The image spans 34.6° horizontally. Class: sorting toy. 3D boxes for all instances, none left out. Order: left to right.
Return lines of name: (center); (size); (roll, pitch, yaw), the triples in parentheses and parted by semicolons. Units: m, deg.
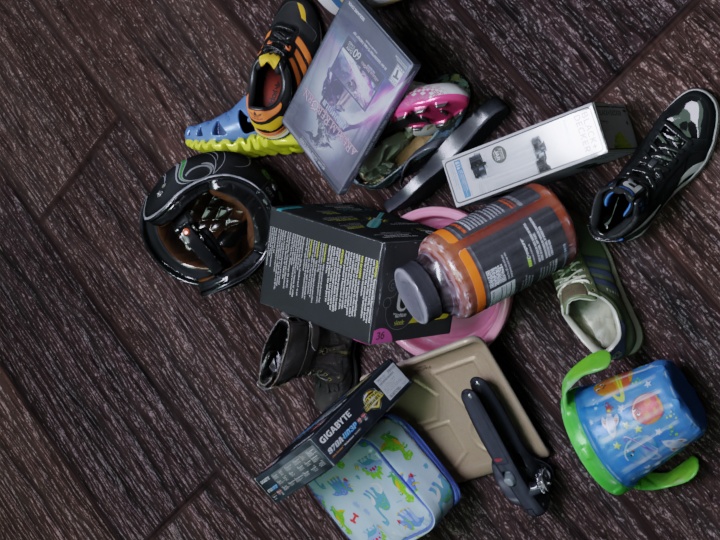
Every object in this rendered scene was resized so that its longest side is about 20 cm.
sorting toy: (0.122, 0.183, 1.486); (0.185, 0.036, 0.200); (-23, 109, 31)

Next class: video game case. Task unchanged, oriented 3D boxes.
video game case: (-0.016, -0.213, 1.401); (0.143, 0.019, 0.200); (53, 128, 28)

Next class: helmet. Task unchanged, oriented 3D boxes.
helmet: (-0.200, -0.067, 1.572); (0.199, 0.191, 0.201); (-2, 101, -11)

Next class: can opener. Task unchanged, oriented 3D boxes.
can opener: (0.177, 0.221, 1.425); (0.078, 0.063, 0.200); (-17, 115, 29)

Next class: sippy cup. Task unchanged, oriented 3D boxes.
sippy cup: (0.323, 0.172, 1.341); (0.130, 0.178, 0.140); (-32, 57, 24)

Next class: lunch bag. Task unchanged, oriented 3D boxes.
lunch bag: (0.029, 0.286, 1.523); (0.161, 0.082, 0.200); (50, 141, 3)

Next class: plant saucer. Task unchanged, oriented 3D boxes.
plant saucer: (0.108, 0.016, 1.487); (0.200, 0.051, 0.201); (6, 101, 30)

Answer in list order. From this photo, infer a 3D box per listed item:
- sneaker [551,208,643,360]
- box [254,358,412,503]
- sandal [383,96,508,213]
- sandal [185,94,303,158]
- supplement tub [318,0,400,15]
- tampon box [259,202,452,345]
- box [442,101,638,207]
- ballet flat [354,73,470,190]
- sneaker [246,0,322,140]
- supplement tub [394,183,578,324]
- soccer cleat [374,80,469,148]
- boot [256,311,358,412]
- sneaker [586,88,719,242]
sneaker: (0.264, 0.017, 1.372); (0.067, 0.090, 0.201); (-32, 81, 31)
box: (-0.035, 0.203, 1.448); (0.046, 0.159, 0.200); (47, 146, 1)
sandal: (0.103, -0.147, 1.455); (0.200, 0.076, 0.043); (-44, 76, 17)
sandal: (-0.154, -0.201, 1.597); (0.199, 0.079, 0.087); (-3, 84, 26)
supplement tub: (0.040, -0.401, 1.403); (0.200, 0.145, 0.145); (-13, 92, 31)
tampon box: (0.000, 0.000, 1.419); (0.200, 0.150, 0.127); (20, 107, 42)
box: (0.212, -0.135, 1.363); (0.200, 0.117, 0.060); (-19, 85, 30)
ballet flat: (0.060, -0.172, 1.475); (0.074, 0.074, 0.200); (50, 118, 14)
sneaker: (-0.101, -0.275, 1.505); (0.070, 0.090, 0.201); (11, 78, 13)
supplement tub: (0.140, -0.014, 1.314); (0.107, 0.200, 0.107); (56, 163, 27)
soccer cleat: (0.043, -0.208, 1.405); (0.200, 0.070, 0.087); (-14, 72, 39)
boot: (-0.074, 0.124, 1.530); (0.069, 0.174, 0.200); (28, 119, 31)
sneaker: (0.330, -0.110, 1.301); (0.073, 0.112, 0.200); (37, 114, 19)
